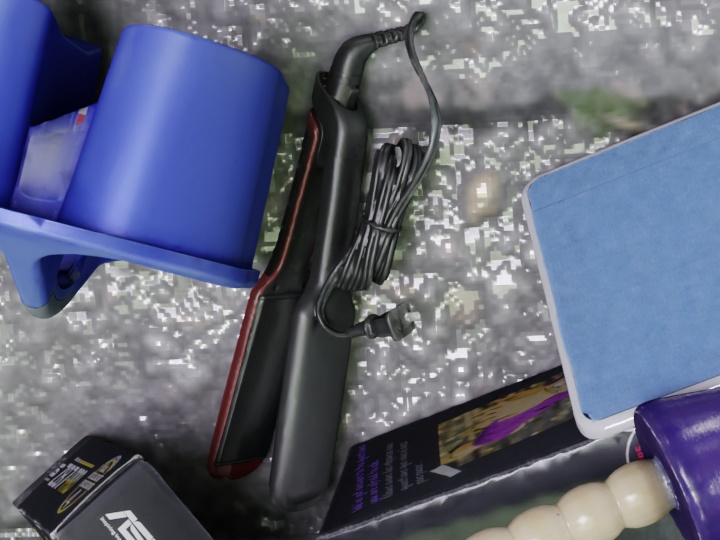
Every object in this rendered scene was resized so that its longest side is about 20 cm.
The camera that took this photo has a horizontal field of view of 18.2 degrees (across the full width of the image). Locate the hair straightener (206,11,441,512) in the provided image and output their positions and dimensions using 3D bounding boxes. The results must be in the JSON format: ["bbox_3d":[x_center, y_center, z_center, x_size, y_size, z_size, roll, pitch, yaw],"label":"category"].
[{"bbox_3d":[0.000,0.000,0.863,0.077,0.041,0.201,24,101,35],"label":"hair straightener"}]

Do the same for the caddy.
[{"bbox_3d":[-0.101,-0.035,0.798,0.140,0.200,0.106,14,90,2],"label":"caddy"}]

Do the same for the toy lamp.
[{"bbox_3d":[0.057,0.093,0.755,0.199,0.058,0.059,-26,102,-2],"label":"toy lamp"}]

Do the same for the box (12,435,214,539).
[{"bbox_3d":[-0.047,0.154,0.854,0.049,0.161,0.200,-41,97,-13],"label":"box"}]

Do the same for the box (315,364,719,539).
[{"bbox_3d":[0.100,0.102,0.852,0.199,0.106,0.123,-22,102,13],"label":"box"}]

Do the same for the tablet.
[{"bbox_3d":[0.159,-0.021,0.809,0.199,0.131,0.014,-22,135,13],"label":"tablet"}]
